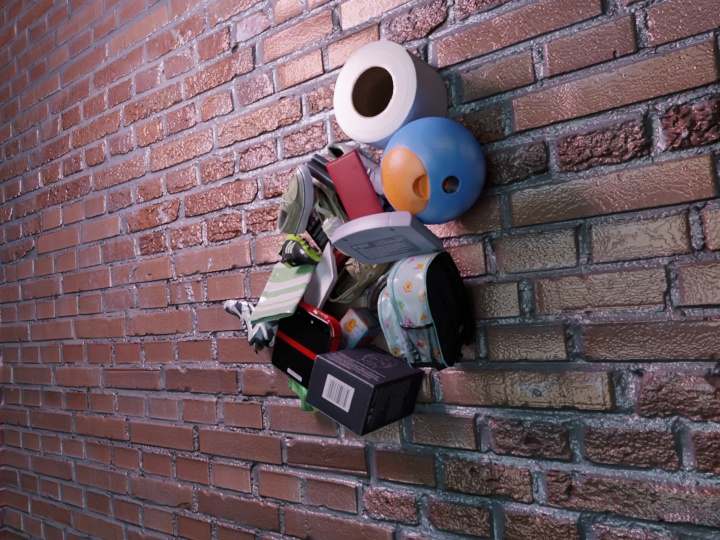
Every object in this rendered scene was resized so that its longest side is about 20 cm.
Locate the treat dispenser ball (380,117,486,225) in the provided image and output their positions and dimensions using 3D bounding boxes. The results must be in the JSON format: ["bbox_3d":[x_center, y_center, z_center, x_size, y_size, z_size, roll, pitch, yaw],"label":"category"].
[{"bbox_3d":[0.137,-0.188,1.008,0.200,0.200,0.202,-1,89,35],"label":"treat dispenser ball"}]

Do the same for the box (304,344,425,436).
[{"bbox_3d":[0.012,0.238,1.089,0.148,0.200,0.108,22,103,34],"label":"box"}]

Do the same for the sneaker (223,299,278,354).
[{"bbox_3d":[-0.284,0.148,1.372,0.198,0.079,0.130,5,83,25],"label":"sneaker"}]

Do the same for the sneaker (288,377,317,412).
[{"bbox_3d":[-0.148,0.247,1.279,0.083,0.074,0.201,-27,75,28],"label":"sneaker"}]

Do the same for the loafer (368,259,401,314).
[{"bbox_3d":[0.090,0.023,1.115,0.071,0.073,0.200,45,113,29],"label":"loafer"}]

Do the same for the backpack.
[{"bbox_3d":[0.123,0.066,1.008,0.153,0.176,0.201,1,112,33],"label":"backpack"}]

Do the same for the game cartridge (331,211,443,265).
[{"bbox_3d":[0.046,-0.062,1.044,0.199,0.133,0.041,-10,63,39],"label":"game cartridge"}]

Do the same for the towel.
[{"bbox_3d":[-0.181,0.038,1.259,0.152,0.023,0.200,-15,36,35],"label":"towel"}]

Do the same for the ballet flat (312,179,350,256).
[{"bbox_3d":[-0.069,-0.119,1.174,0.069,0.069,0.201,-38,68,28],"label":"ballet flat"}]

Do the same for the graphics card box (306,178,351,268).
[{"bbox_3d":[-0.069,-0.119,1.244,0.126,0.051,0.200,-50,64,24],"label":"graphics card box"}]

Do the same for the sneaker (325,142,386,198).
[{"bbox_3d":[-0.005,-0.223,1.185,0.200,0.080,0.071,39,109,28],"label":"sneaker"}]

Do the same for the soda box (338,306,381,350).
[{"bbox_3d":[-0.039,0.176,1.210,0.068,0.063,0.200,48,116,25],"label":"soda box"}]

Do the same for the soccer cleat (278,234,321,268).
[{"bbox_3d":[-0.145,-0.035,1.242,0.081,0.067,0.200,-53,24,0],"label":"soccer cleat"}]

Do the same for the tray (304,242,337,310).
[{"bbox_3d":[-0.091,0.040,1.223,0.200,0.022,0.108,119,150,-44],"label":"tray"}]

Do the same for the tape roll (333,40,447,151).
[{"bbox_3d":[0.062,-0.353,1.102,0.202,0.139,0.204,0,89,36],"label":"tape roll"}]

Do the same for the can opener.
[{"bbox_3d":[-0.036,-0.181,1.168,0.200,0.053,0.067,36,153,3],"label":"can opener"}]

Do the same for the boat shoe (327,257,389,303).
[{"bbox_3d":[0.000,0.000,1.184,0.071,0.064,0.200,47,114,26],"label":"boat shoe"}]

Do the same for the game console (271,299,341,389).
[{"bbox_3d":[-0.126,0.169,1.201,0.200,0.031,0.178,24,107,43],"label":"game console"}]

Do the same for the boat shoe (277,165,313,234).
[{"bbox_3d":[-0.147,-0.147,1.179,0.200,0.062,0.072,106,144,-49],"label":"boat shoe"}]

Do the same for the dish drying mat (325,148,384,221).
[{"bbox_3d":[0.000,-0.149,1.125,0.077,0.018,0.201,-21,100,20],"label":"dish drying mat"}]
